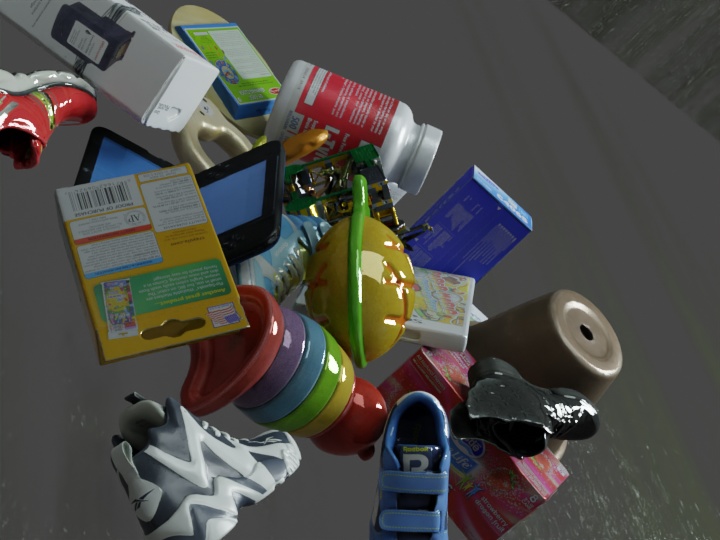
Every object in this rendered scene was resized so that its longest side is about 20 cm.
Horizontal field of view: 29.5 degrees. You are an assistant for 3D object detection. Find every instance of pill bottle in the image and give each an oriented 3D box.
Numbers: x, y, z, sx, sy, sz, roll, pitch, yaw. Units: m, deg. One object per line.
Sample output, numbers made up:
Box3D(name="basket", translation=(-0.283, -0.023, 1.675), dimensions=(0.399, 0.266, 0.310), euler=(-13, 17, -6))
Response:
Box3D(name="pill bottle", translation=(-0.008, -0.167, 1.653), dimensions=(0.199, 0.113, 0.112), euler=(22, 26, -1))

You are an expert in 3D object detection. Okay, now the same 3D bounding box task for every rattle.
Box3D(name="rattle", translation=(-0.151, -0.178, 1.512), dimensions=(0.130, 0.143, 0.201), euler=(-12, 66, -42))

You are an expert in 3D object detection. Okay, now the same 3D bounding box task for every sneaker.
Box3D(name="sneaker", translation=(0.168, 0.153, 1.362), dimensions=(0.199, 0.060, 0.104), euler=(27, 30, -26))
Box3D(name="sneaker", translation=(-0.131, 0.141, 1.097), dimensions=(0.130, 0.079, 0.199), euler=(55, 34, -1))
Box3D(name="sneaker", translation=(-0.072, 0.001, 1.367), dimensions=(0.130, 0.080, 0.201), euler=(5, 38, -13))
Box3D(name="sneaker", translation=(0.046, 0.200, 1.230), dimensions=(0.073, 0.082, 0.201), euler=(2, 64, -1))
Box3D(name="sneaker", translation=(-0.313, -0.135, 1.274), dimensions=(0.200, 0.077, 0.085), euler=(-15, 83, -63))

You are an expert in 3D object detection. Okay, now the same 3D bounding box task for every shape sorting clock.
Box3D(name="shape sorting clock", translation=(-0.165, -0.246, 1.709), dimensions=(0.200, 0.039, 0.201), euler=(38, 28, -24))

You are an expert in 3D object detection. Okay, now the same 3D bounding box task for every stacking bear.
Box3D(name="stacking bear", translation=(-0.055, 0.106, 1.253), dimensions=(0.200, 0.113, 0.122), euler=(37, 36, -38))

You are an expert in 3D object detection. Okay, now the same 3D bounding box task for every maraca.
Box3D(name="maraca", translation=(0.000, 0.000, 1.330), dimensions=(0.106, 0.138, 0.201), euler=(0, 52, 2))

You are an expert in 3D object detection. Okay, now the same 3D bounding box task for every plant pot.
Box3D(name="plant pot", translation=(0.195, 0.115, 1.529), dimensions=(0.200, 0.174, 0.201), euler=(30, 38, -27))

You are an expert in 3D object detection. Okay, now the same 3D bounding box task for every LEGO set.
Box3D(name="LEGO set", translation=(-0.017, -0.055, 1.547), dimensions=(0.200, 0.153, 0.116), euler=(-133, -156, -66))

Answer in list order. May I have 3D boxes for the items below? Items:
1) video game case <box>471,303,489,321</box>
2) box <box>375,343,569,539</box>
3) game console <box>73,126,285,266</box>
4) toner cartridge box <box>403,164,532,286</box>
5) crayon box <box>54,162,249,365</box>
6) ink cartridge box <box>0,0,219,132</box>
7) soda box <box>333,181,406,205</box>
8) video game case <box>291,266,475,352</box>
Box3D(name="video game case", translation=(0.174, 0.133, 1.691), dimensions=(0.182, 0.023, 0.200), euler=(42, 24, -10))
Box3D(name="box", translation=(0.108, 0.175, 1.419), dimensions=(0.200, 0.100, 0.095), euler=(51, 24, 9))
Box3D(name="game console", translation=(-0.175, -0.086, 1.341), dimensions=(0.200, 0.170, 0.119), euler=(-92, 156, -56))
Box3D(name="toner cartridge box", translation=(0.095, -0.018, 1.579), dimensions=(0.095, 0.200, 0.043), euler=(41, 23, -13))
Box3D(name="crayon box", translation=(-0.183, 0.003, 1.187), dimensions=(0.125, 0.052, 0.201), euler=(-13, 51, -15))
Box3D(name="ink cartridge box", translation=(-0.258, -0.236, 1.404), dimensions=(0.200, 0.085, 0.145), euler=(37, 7, 5))
Box3D(name="soda box", translation=(-0.006, -0.158, 1.799), dimensions=(0.063, 0.068, 0.201), euler=(26, 31, -38))
Box3D(name="video game case", translation=(0.030, 0.029, 1.474), dimensions=(0.181, 0.023, 0.200), euler=(11, 18, 4))
